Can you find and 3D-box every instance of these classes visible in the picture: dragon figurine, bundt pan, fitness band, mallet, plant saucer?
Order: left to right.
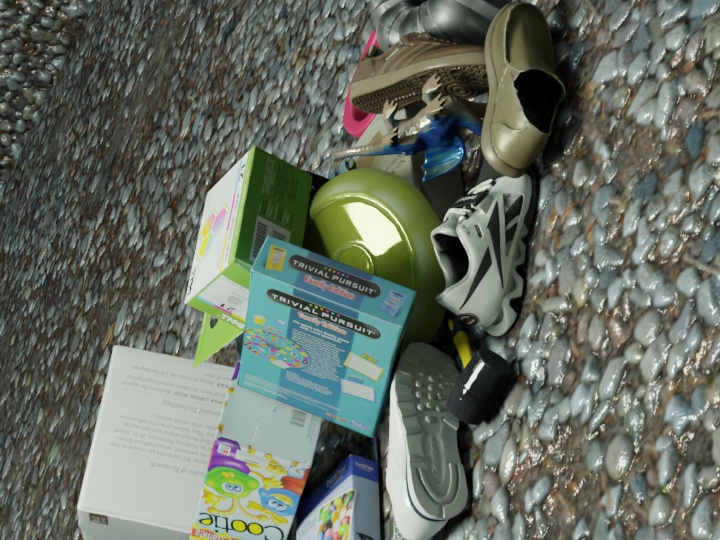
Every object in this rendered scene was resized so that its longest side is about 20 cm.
[{"bbox_3d":[0.000,0.000,1.598,0.198,0.031,0.203,3,95,35],"label":"plant saucer"},{"bbox_3d":[0.039,-0.250,1.913,0.202,0.037,0.144,-65,22,7],"label":"fitness band"},{"bbox_3d":[0.071,-0.133,1.621,0.199,0.099,0.059,-32,43,20],"label":"dragon figurine"},{"bbox_3d":[0.084,-0.306,1.761,0.201,0.075,0.204,-28,51,42],"label":"bundt pan"},{"bbox_3d":[0.102,0.061,1.533,0.066,0.041,0.201,-57,23,29],"label":"mallet"}]

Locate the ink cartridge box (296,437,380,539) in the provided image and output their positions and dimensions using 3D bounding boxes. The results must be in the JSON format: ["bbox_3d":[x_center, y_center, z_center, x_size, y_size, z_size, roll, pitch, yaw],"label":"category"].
[{"bbox_3d":[-0.023,0.275,1.620,0.119,0.042,0.202,-49,29,41],"label":"ink cartridge box"}]

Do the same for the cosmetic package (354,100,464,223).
[{"bbox_3d":[0.052,-0.086,1.706,0.105,0.070,0.201,-50,30,35],"label":"cosmetic package"}]

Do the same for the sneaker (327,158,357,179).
[{"bbox_3d":[-0.043,-0.066,1.792,0.131,0.080,0.200,-46,-7,32],"label":"sneaker"}]

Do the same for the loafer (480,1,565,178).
[{"bbox_3d":[0.164,-0.182,1.551,0.067,0.076,0.202,-29,46,44],"label":"loafer"}]

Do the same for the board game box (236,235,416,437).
[{"bbox_3d":[-0.036,0.067,1.543,0.201,0.149,0.047,103,-171,-53],"label":"board game box"}]

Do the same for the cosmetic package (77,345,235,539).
[{"bbox_3d":[-0.231,0.220,1.892,0.165,0.163,0.202,106,174,-68],"label":"cosmetic package"}]

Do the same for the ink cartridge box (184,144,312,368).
[{"bbox_3d":[-0.139,-0.009,1.651,0.200,0.075,0.149,-38,35,44],"label":"ink cartridge box"}]

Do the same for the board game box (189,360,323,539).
[{"bbox_3d":[-0.108,0.205,1.682,0.201,0.102,0.106,108,177,-48],"label":"board game box"}]

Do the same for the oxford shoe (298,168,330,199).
[{"bbox_3d":[-0.055,-0.061,1.699,0.199,0.072,0.085,28,104,51],"label":"oxford shoe"}]

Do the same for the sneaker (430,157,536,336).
[{"bbox_3d":[0.112,-0.045,1.529,0.074,0.088,0.202,-39,37,51],"label":"sneaker"}]

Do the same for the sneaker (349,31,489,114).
[{"bbox_3d":[0.067,-0.219,1.662,0.198,0.070,0.076,-7,64,40],"label":"sneaker"}]

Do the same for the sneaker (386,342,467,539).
[{"bbox_3d":[0.052,0.160,1.518,0.081,0.076,0.202,122,158,-48],"label":"sneaker"}]

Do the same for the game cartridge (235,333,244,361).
[{"bbox_3d":[-0.050,0.075,1.686,0.198,0.041,0.135,-2,94,34],"label":"game cartridge"}]
